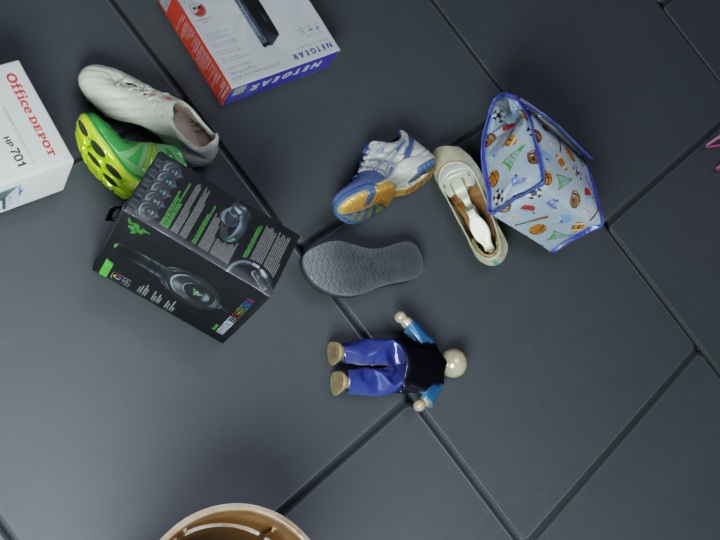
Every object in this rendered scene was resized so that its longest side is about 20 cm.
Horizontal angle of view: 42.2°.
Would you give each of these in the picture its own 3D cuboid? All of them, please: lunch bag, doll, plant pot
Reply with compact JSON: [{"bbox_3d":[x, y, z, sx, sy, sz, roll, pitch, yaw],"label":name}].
[{"bbox_3d":[0.270,-0.158,1.407,0.170,0.124,0.201,29,44,-39],"label":"lunch bag"},{"bbox_3d":[0.056,0.121,1.237,0.199,0.048,0.137,3,69,-26],"label":"doll"},{"bbox_3d":[-0.155,0.350,0.938,0.200,0.198,0.201,10,65,-23],"label":"plant pot"}]

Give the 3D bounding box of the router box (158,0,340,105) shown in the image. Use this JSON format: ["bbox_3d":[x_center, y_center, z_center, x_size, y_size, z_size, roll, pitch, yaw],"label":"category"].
[{"bbox_3d":[-0.156,-0.349,1.331,0.200,0.049,0.180,-29,84,-34],"label":"router box"}]

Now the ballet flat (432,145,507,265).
[{"bbox_3d":[0.162,-0.101,1.371,0.201,0.067,0.062,63,13,8],"label":"ballet flat"}]

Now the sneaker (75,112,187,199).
[{"bbox_3d":[-0.269,-0.128,1.166,0.200,0.074,0.084,40,58,-18],"label":"sneaker"}]

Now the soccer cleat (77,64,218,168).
[{"bbox_3d":[-0.266,-0.208,1.195,0.200,0.078,0.069,34,57,-10],"label":"soccer cleat"}]

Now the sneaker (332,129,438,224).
[{"bbox_3d":[0.018,-0.135,1.325,0.088,0.075,0.200,48,48,13],"label":"sneaker"}]

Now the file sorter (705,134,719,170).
[{"bbox_3d":[0.730,-0.172,1.663,0.125,0.139,0.201,-13,75,-28],"label":"file sorter"}]

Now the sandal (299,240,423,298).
[{"bbox_3d":[0.000,0.001,1.271,0.200,0.043,0.076,-1,76,-38],"label":"sandal"}]

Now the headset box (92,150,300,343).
[{"bbox_3d":[-0.201,-0.025,1.091,0.200,0.174,0.093,32,57,-13],"label":"headset box"}]

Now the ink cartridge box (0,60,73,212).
[{"bbox_3d":[-0.454,-0.137,1.063,0.200,0.086,0.147,-27,83,-32],"label":"ink cartridge box"}]
